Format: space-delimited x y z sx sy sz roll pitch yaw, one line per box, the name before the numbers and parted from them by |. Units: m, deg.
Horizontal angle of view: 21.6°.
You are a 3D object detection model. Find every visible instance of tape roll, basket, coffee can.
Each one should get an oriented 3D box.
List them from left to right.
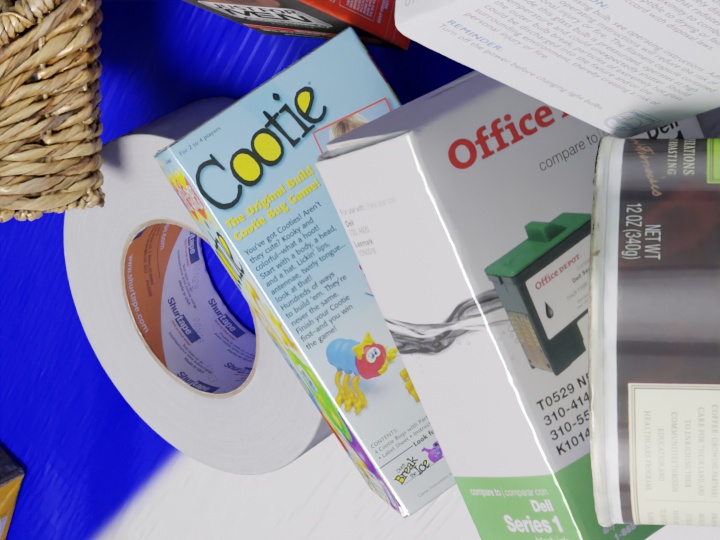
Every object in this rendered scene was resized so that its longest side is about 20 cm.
basket | -0.223 -0.132 1.003 0.200 0.142 0.150 -123 30 -51
tape roll | -0.074 0.009 1.046 0.199 0.066 0.202 22 125 34
coffee can | 0.187 0.023 0.687 0.198 0.147 0.147 0 116 11

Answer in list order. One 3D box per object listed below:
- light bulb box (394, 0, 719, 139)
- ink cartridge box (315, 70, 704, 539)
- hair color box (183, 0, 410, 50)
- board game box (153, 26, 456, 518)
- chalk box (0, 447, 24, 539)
light bulb box | 0.127 -0.176 0.643 0.199 0.124 0.200 -17 62 47
ink cartridge box | 0.091 0.007 0.820 0.084 0.146 0.201 -10 107 61
hair color box | -0.066 -0.157 0.847 0.101 0.199 0.062 11 86 40
board game box | 0.000 0.000 0.902 0.201 0.105 0.103 57 172 -7
chalk box | -0.357 0.140 1.347 0.200 0.125 0.124 42 135 20
